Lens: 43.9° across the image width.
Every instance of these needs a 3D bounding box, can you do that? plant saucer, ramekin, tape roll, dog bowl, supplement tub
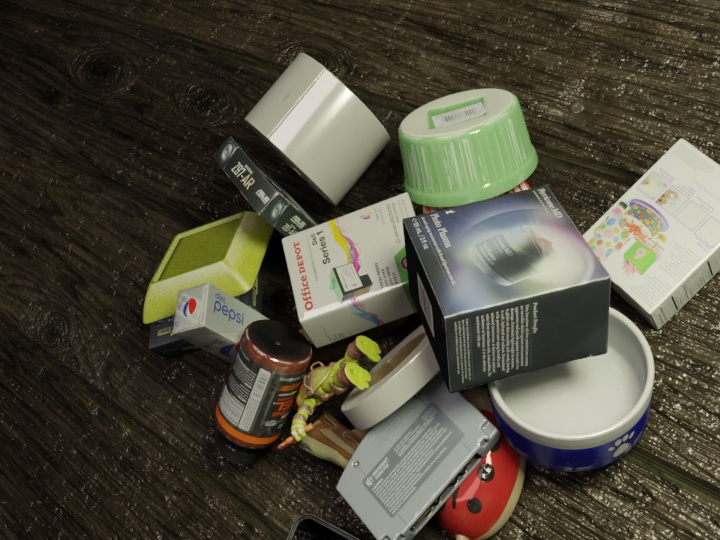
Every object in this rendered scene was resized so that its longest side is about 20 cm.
[{"bbox_3d":[-0.243,-0.019,1.404,0.196,0.048,0.202,-17,32,20],"label":"plant saucer"},{"bbox_3d":[0.147,-0.181,1.272,0.195,0.099,0.201,-14,27,7],"label":"ramekin"},{"bbox_3d":[0.058,0.129,1.182,0.202,0.203,0.037,-42,91,6],"label":"tape roll"},{"bbox_3d":[0.253,0.136,1.086,0.195,0.080,0.203,-8,48,8],"label":"dog bowl"},{"bbox_3d":[-0.068,-0.220,1.413,0.140,0.202,0.202,-48,53,0],"label":"tape roll"},{"bbox_3d":[-0.146,0.179,1.285,0.107,0.105,0.203,45,123,38],"label":"supplement tub"}]

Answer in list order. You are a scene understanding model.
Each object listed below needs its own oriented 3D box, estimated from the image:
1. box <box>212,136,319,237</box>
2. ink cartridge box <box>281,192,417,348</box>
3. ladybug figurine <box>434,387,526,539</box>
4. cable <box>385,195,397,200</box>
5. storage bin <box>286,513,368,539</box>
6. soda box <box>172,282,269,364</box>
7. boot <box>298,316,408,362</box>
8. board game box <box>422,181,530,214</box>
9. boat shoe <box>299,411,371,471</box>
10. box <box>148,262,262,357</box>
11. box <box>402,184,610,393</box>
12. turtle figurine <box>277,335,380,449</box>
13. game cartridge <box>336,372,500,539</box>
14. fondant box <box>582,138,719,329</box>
[{"bbox_3d":[-0.128,-0.102,1.388,0.044,0.200,0.161,-44,52,3],"label":"box"},{"bbox_3d":[0.000,0.000,1.259,0.196,0.084,0.147,-19,57,6],"label":"ink cartridge box"},{"bbox_3d":[0.141,0.244,1.140,0.133,0.072,0.204,-4,65,28],"label":"ladybug figurine"},{"bbox_3d":[0.093,-0.040,1.339,0.199,0.050,0.098,34,91,47],"label":"cable"},{"bbox_3d":[-0.010,0.413,1.132,0.197,0.094,0.137,17,75,34],"label":"storage bin"},{"bbox_3d":[-0.188,0.091,1.326,0.062,0.199,0.070,-13,60,28],"label":"soda box"},{"bbox_3d":[-0.035,0.039,1.343,0.197,0.073,0.158,-25,57,15],"label":"boot"},{"bbox_3d":[0.192,-0.039,1.237,0.149,0.047,0.202,-22,55,-8],"label":"board game box"},{"bbox_3d":[0.003,0.246,1.219,0.197,0.076,0.075,18,73,34],"label":"boat shoe"},{"bbox_3d":[-0.256,0.044,1.483,0.196,0.051,0.161,-17,58,22],"label":"box"},{"bbox_3d":[0.168,0.014,1.067,0.194,0.125,0.202,-13,38,-6],"label":"box"},{"bbox_3d":[-0.041,0.149,1.218,0.065,0.200,0.161,48,129,-2],"label":"turtle figurine"},{"bbox_3d":[0.066,0.234,1.120,0.200,0.040,0.133,-47,56,0],"label":"game cartridge"},{"bbox_3d":[0.397,-0.049,1.147,0.200,0.058,0.145,-44,53,3],"label":"fondant box"}]
